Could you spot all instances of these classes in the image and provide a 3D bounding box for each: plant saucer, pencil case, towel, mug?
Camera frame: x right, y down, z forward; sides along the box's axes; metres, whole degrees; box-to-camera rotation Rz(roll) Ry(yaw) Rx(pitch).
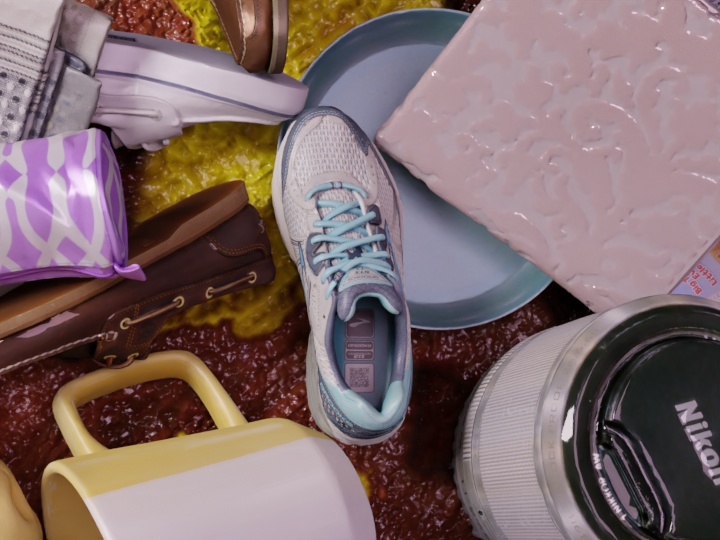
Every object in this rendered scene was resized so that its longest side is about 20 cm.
[{"bbox_3d":[0.045,-0.062,0.987,0.199,0.027,0.201,1,84,-11],"label":"plant saucer"},{"bbox_3d":[-0.219,-0.020,0.841,0.199,0.084,0.086,-12,69,1],"label":"pencil case"},{"bbox_3d":[0.138,-0.087,0.930,0.200,0.032,0.191,37,116,-4],"label":"towel"},{"bbox_3d":[-0.082,0.135,0.872,0.153,0.149,0.187,-18,92,-25],"label":"mug"},{"bbox_3d":[-0.253,-0.086,0.874,0.199,0.035,0.193,19,103,-12],"label":"towel"}]

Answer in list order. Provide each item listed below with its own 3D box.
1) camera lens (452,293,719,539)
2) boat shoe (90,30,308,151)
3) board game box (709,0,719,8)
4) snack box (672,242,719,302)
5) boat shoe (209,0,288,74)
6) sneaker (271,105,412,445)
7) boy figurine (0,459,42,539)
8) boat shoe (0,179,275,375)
[{"bbox_3d":[0.150,0.103,0.904,0.159,0.200,0.161,2,80,-14],"label":"camera lens"},{"bbox_3d":[-0.133,-0.103,0.938,0.199,0.074,0.066,10,106,-6],"label":"boat shoe"},{"bbox_3d":[0.142,-0.222,1.015,0.200,0.062,0.200,-35,87,-29],"label":"board game box"},{"bbox_3d":[0.207,-0.014,1.031,0.072,0.024,0.200,-32,90,-15],"label":"snack box"},{"bbox_3d":[-0.090,-0.194,0.940,0.068,0.072,0.200,-4,54,-17],"label":"boat shoe"},{"bbox_3d":[0.000,0.000,0.914,0.077,0.086,0.201,-10,87,-11],"label":"sneaker"},{"bbox_3d":[-0.208,0.129,0.841,0.064,0.124,0.200,-31,79,-21],"label":"boy figurine"},{"bbox_3d":[-0.133,0.019,0.901,0.200,0.070,0.071,-28,109,-25],"label":"boat shoe"}]
